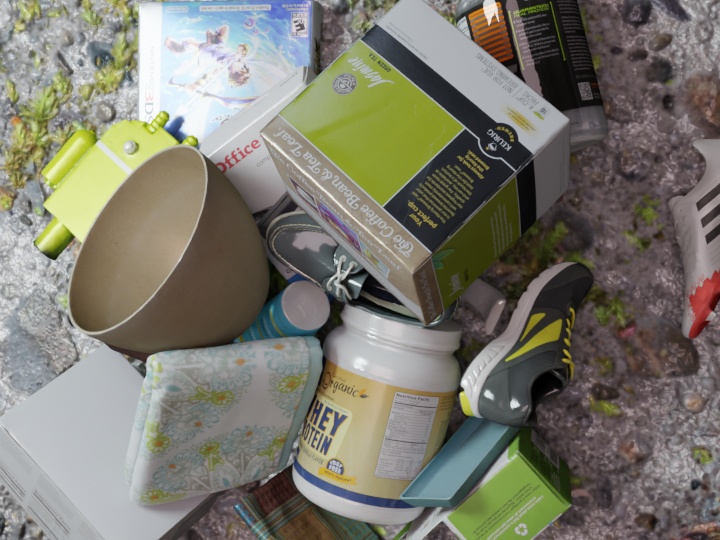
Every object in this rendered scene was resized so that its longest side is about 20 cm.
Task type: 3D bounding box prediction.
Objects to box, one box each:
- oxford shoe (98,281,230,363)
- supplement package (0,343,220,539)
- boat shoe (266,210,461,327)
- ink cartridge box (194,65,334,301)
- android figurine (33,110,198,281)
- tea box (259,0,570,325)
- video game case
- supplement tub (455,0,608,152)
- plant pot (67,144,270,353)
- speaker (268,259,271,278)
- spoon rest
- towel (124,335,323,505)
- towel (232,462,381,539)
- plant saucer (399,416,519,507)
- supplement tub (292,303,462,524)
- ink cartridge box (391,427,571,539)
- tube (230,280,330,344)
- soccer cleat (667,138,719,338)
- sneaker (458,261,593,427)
[{"bbox_3d":[-0.216,0.068,1.337,0.072,0.200,0.072,-8,56,44],"label":"oxford shoe"},{"bbox_3d":[-0.266,0.208,1.326,0.200,0.156,0.111,46,142,8],"label":"supplement package"},{"bbox_3d":[0.000,0.000,1.199,0.199,0.062,0.073,23,110,2],"label":"boat shoe"},{"bbox_3d":[-0.052,-0.083,1.286,0.144,0.084,0.200,-35,108,11],"label":"ink cartridge box"},{"bbox_3d":[-0.251,-0.076,1.327,0.182,0.041,0.200,43,91,21],"label":"android figurine"},{"bbox_3d":[0.053,-0.099,1.136,0.197,0.134,0.200,-42,68,-10],"label":"tea box"},{"bbox_3d":[-0.142,-0.197,1.362,0.199,0.045,0.183,1,92,13],"label":"video game case"},{"bbox_3d":[0.165,-0.212,1.251,0.122,0.122,0.201,-14,88,13],"label":"supplement tub"},{"bbox_3d":[-0.166,0.000,1.209,0.200,0.134,0.201,-29,43,31],"label":"plant pot"},{"bbox_3d":[-0.200,0.000,1.358,0.199,0.088,0.089,-9,89,13],"label":"speaker"},{"bbox_3d":[0.048,0.000,1.256,0.199,0.061,0.100,25,108,2],"label":"spoon rest"},{"bbox_3d":[-0.136,0.147,1.233,0.048,0.170,0.201,57,143,37],"label":"towel"},{"bbox_3d":[-0.026,0.288,1.293,0.200,0.146,0.022,48,118,9],"label":"towel"},{"bbox_3d":[0.119,0.165,1.238,0.070,0.200,0.019,-11,116,47],"label":"plant saucer"},{"bbox_3d":[0.020,0.137,1.273,0.143,0.144,0.201,16,98,12],"label":"supplement tub"},{"bbox_3d":[0.111,0.252,1.256,0.076,0.148,0.200,45,101,1],"label":"ink cartridge box"},{"bbox_3d":[-0.090,0.066,1.301,0.050,0.200,0.078,-22,80,-29],"label":"tube"},{"bbox_3d":[0.338,-0.034,1.246,0.085,0.069,0.201,18,92,21],"label":"soccer cleat"},{"bbox_3d":[0.182,0.079,1.243,0.084,0.075,0.200,26,66,32],"label":"sneaker"}]
